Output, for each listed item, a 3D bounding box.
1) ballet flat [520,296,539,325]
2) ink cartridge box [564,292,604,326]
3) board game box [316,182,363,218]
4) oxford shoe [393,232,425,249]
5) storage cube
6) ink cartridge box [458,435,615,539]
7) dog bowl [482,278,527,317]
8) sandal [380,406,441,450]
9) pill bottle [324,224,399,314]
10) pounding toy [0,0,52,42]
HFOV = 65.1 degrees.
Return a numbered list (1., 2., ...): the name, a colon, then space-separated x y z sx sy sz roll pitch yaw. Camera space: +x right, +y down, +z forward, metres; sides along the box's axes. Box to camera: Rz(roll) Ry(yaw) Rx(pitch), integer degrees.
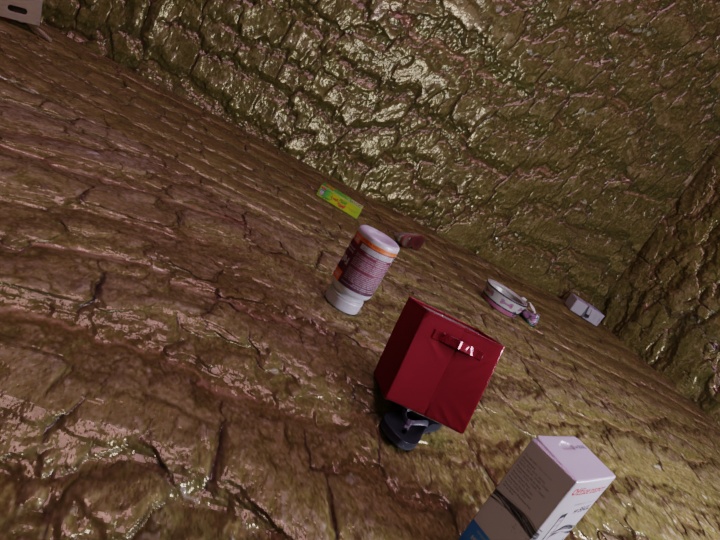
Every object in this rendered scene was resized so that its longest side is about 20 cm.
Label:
1. ballet flat: 0.723 0.163 2.499 0.069 0.072 0.200 18 20 -37
2. ink cartridge box: 1.378 0.239 3.478 0.199 0.085 0.145 32 15 -3
3. board game box: -0.086 -0.301 2.423 0.199 0.048 0.102 31 15 -4
4. oxford shoe: 0.218 -0.141 2.476 0.075 0.071 0.199 34 14 30
5. storage cube: 0.144 0.176 1.093 0.170 0.181 0.200 25 1 -7
6. ink cartridge box: 0.259 0.347 0.828 0.145 0.201 0.084 15 22 -44
7. dog bowl: 0.607 0.122 2.402 0.199 0.074 0.200 28 16 -9
8. sandal: 0.098 0.273 1.038 0.076 0.043 0.200 38 17 22
9. pill bottle: 0.000 0.000 1.391 0.114 0.201 0.114 29 15 -8
10. pounding toy: -1.285 -0.986 2.132 0.199 0.143 0.184 0 32 -43
